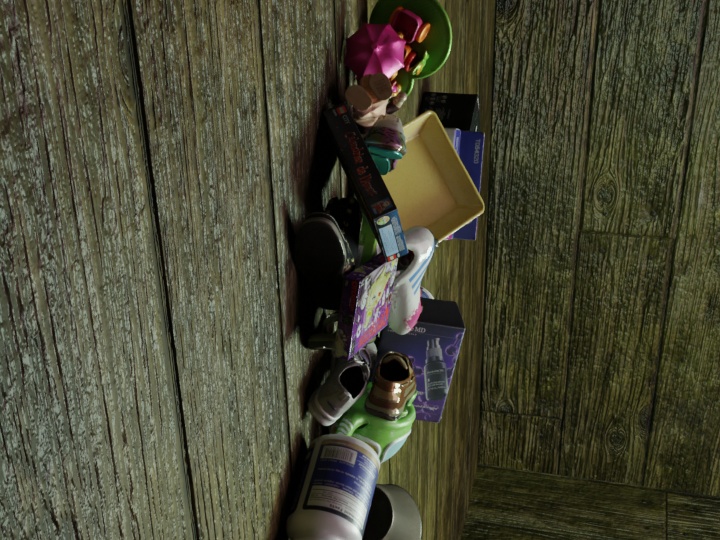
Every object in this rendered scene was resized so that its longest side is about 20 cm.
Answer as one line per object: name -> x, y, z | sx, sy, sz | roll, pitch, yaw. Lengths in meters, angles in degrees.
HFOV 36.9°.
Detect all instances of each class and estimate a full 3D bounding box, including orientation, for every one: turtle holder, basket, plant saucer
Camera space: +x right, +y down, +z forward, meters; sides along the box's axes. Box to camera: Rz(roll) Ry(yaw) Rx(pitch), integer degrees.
turtle holder -> 0.014, 0.261, 1.771 | 0.186, 0.140, 0.132 | -91, -163, -70
basket -> 0.025, 0.456, 1.936 | 0.200, 0.135, 0.181 | 56, 39, -65
plant saucer -> 0.089, -0.141, 1.823 | 0.200, 0.048, 0.200 | -33, 98, -31

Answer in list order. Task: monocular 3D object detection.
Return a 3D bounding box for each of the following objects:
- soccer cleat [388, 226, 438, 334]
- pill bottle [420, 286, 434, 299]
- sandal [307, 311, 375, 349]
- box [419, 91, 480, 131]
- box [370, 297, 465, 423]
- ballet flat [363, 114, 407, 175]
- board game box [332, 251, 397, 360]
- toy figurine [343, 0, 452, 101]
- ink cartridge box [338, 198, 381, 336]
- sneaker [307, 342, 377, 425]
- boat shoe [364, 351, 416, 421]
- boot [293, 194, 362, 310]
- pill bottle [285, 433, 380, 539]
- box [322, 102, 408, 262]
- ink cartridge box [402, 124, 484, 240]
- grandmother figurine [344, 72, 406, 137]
soccer cleat -> 0.062, 0.019, 1.736 | 0.086, 0.070, 0.201 | -14, 128, -40
pill bottle -> 0.078, 0.086, 2.046 | 0.200, 0.111, 0.111 | -16, 111, -77
sandal -> -0.027, 0.090, 1.665 | 0.201, 0.079, 0.058 | 6, 75, -77
box -> 0.197, -0.274, 2.400 | 0.200, 0.124, 0.149 | 76, 24, -54
box -> 0.085, 0.152, 1.900 | 0.104, 0.147, 0.201 | -102, -159, -64
ballet flat -> 0.038, -0.196, 1.642 | 0.200, 0.069, 0.071 | 113, -6, -85
board game box -> 0.010, 0.047, 1.591 | 0.200, 0.032, 0.120 | -36, 141, -68
toy figurine -> 0.032, -0.334, 1.710 | 0.184, 0.150, 0.200 | -41, 162, -53
ink cartridge box -> 0.000, 0.000, 1.743 | 0.200, 0.075, 0.148 | 77, 22, -60
sneaker -> -0.007, 0.165, 1.684 | 0.075, 0.082, 0.200 | 47, 35, -12
boat shoe -> 0.057, 0.170, 1.736 | 0.200, 0.075, 0.074 | -68, 172, -71
boot -> -0.043, -0.056, 1.547 | 0.204, 0.073, 0.154 | 78, 17, -54
pill bottle -> -0.046, 0.353, 1.596 | 0.116, 0.115, 0.200 | 82, 19, -46
box -> 0.008, -0.128, 1.575 | 0.137, 0.038, 0.200 | 69, -3, -62
ink cartridge box -> 0.114, -0.155, 1.900 | 0.043, 0.199, 0.197 | -82, 175, -84
grandmother figurine -> 0.016, -0.245, 1.676 | 0.200, 0.121, 0.061 | 102, -32, -78
